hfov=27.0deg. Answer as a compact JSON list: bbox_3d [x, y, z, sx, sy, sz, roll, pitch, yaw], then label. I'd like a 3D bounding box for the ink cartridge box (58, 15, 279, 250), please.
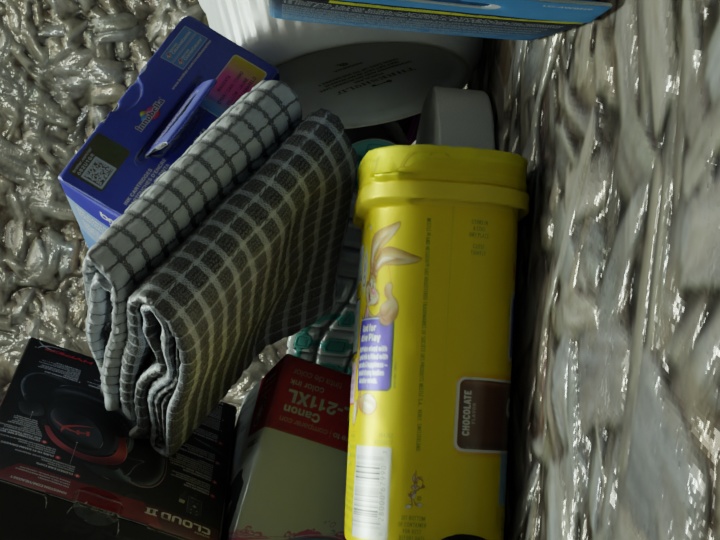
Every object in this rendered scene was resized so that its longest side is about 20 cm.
[{"bbox_3d":[-0.114,-0.064,0.950,0.137,0.076,0.200,-56,-13,-18],"label":"ink cartridge box"}]

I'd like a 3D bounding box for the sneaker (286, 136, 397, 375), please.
[{"bbox_3d":[0.000,0.000,1.020,0.091,0.077,0.200,-81,7,-70],"label":"sneaker"}]

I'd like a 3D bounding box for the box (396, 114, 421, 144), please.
[{"bbox_3d":[-0.016,-0.087,1.271,0.200,0.036,0.143,-46,-7,-15],"label":"box"}]

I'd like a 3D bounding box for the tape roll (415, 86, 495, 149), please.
[{"bbox_3d":[0.054,-0.018,0.977,0.203,0.037,0.203,-176,90,-86],"label":"tape roll"}]

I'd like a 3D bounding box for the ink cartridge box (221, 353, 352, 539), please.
[{"bbox_3d":[-0.051,0.170,0.928,0.146,0.083,0.200,135,154,-68],"label":"ink cartridge box"}]

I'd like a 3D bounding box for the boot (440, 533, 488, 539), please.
[{"bbox_3d":[0.034,0.217,0.719,0.165,0.065,0.201,-120,31,-69],"label":"boot"}]

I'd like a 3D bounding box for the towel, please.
[{"bbox_3d":[-0.080,0.007,0.872,0.166,0.085,0.200,-51,-13,-27],"label":"towel"}]

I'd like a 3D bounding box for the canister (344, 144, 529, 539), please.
[{"bbox_3d":[0.036,0.046,0.792,0.149,0.086,0.201,124,150,-84],"label":"canister"}]

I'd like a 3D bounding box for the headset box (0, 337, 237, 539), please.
[{"bbox_3d":[-0.161,0.134,0.916,0.200,0.148,0.075,-94,26,-68],"label":"headset box"}]

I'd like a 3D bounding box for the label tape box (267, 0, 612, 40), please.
[{"bbox_3d":[0.029,-0.147,0.694,0.200,0.143,0.066,-129,44,-85],"label":"label tape box"}]

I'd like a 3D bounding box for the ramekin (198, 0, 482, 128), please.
[{"bbox_3d":[-0.008,-0.165,1.006,0.202,0.202,0.094,108,156,-74],"label":"ramekin"}]

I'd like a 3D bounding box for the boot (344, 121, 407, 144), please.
[{"bbox_3d":[0.004,-0.005,1.117,0.165,0.065,0.200,55,-148,-46],"label":"boot"}]
